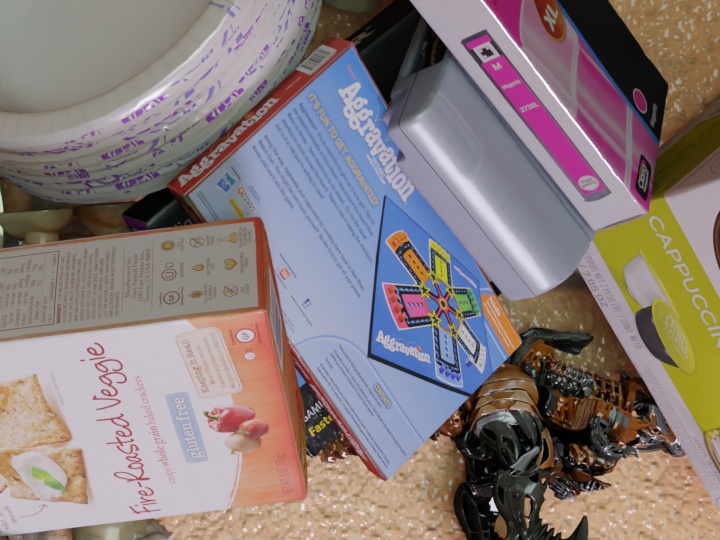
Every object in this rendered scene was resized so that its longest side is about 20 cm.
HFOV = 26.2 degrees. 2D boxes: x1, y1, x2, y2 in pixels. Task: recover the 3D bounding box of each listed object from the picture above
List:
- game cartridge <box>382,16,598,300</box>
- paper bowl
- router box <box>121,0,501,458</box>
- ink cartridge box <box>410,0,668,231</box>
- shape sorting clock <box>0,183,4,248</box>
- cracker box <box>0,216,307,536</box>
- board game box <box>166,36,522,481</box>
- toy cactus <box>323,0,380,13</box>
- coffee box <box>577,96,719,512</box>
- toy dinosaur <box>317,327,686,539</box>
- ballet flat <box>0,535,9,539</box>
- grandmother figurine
[{"bbox_3d":[0.081,-0.090,0.761,0.133,0.041,0.201,45,44,-26],"label":"game cartridge"},{"bbox_3d":[-0.111,-0.125,0.729,0.199,0.104,0.202,-9,63,17],"label":"paper bowl"},{"bbox_3d":[0.001,-0.027,0.786,0.200,0.051,0.150,-40,110,-16],"label":"router box"},{"bbox_3d":[0.075,-0.118,0.710,0.200,0.037,0.095,45,43,-29],"label":"ink cartridge box"},{"bbox_3d":[-0.275,-0.024,0.753,0.199,0.039,0.202,0,90,-13],"label":"shape sorting clock"},{"bbox_3d":[-0.129,0.053,0.674,0.199,0.134,0.058,-7,47,2],"label":"cracker box"},{"bbox_3d":[0.000,0.000,0.725,0.103,0.019,0.200,-43,127,-14],"label":"board game box"},{"bbox_3d":[0.002,-0.219,0.794,0.199,0.102,0.166,-4,117,-38],"label":"toy cactus"},{"bbox_3d":[0.263,-0.005,0.772,0.200,0.198,0.200,-36,98,-27],"label":"coffee box"},{"bbox_3d":[0.080,0.098,0.823,0.199,0.102,0.137,-4,76,5],"label":"toy dinosaur"},{"bbox_3d":[-0.271,0.149,0.756,0.199,0.046,0.068,-9,123,-7],"label":"ballet flat"},{"bbox_3d":[-0.129,0.068,0.779,0.120,0.061,0.201,-6,94,-20],"label":"grandmother figurine"}]
